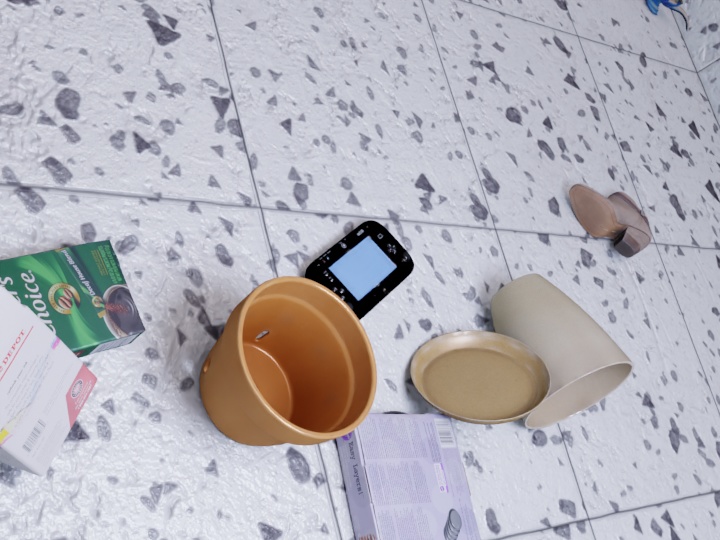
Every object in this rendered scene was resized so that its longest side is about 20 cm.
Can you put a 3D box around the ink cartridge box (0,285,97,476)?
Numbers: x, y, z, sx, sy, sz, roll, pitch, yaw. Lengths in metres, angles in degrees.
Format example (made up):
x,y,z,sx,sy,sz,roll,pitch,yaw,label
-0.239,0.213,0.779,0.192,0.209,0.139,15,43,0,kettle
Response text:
x,y,z,sx,sy,sz,roll,pitch,yaw,label
-0.343,0.101,0.982,0.117,0.067,0.200,-65,156,-25,ink cartridge box

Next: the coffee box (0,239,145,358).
x,y,z,sx,sy,sz,roll,pitch,yaw,label
-0.344,0.042,1.133,0.200,0.044,0.123,-14,77,-46,coffee box

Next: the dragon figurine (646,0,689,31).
x,y,z,sx,sy,sz,roll,pitch,yaw,label
0.745,-0.676,2.571,0.200,0.099,0.059,52,37,-35,dragon figurine

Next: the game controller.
x,y,z,sx,sy,sz,roll,pitch,yaw,label
0.000,0.000,1.482,0.104,0.042,0.200,54,41,-4,game controller

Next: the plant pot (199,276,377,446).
x,y,z,sx,sy,sz,roll,pitch,yaw,label
-0.099,0.125,1.242,0.200,0.140,0.200,22,53,-32,plant pot

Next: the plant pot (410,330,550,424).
x,y,z,sx,sy,sz,roll,pitch,yaw,label
0.170,0.156,1.480,0.200,0.028,0.200,2,35,-1,plant pot

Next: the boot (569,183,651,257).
x,y,z,sx,sy,sz,roll,pitch,yaw,label
0.483,-0.114,1.992,0.200,0.070,0.146,49,36,-10,boot

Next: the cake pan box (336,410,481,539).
x,y,z,sx,sy,sz,roll,pitch,yaw,label
0.062,0.280,1.366,0.184,0.052,0.200,7,62,-43,cake pan box

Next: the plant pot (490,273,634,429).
x,y,z,sx,sy,sz,roll,pitch,yaw,label
0.288,0.110,1.602,0.187,0.187,0.200,-2,54,-43,plant pot
